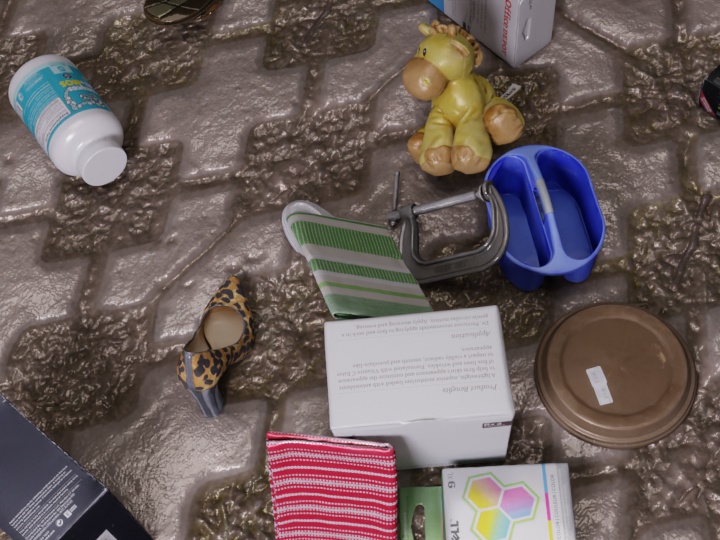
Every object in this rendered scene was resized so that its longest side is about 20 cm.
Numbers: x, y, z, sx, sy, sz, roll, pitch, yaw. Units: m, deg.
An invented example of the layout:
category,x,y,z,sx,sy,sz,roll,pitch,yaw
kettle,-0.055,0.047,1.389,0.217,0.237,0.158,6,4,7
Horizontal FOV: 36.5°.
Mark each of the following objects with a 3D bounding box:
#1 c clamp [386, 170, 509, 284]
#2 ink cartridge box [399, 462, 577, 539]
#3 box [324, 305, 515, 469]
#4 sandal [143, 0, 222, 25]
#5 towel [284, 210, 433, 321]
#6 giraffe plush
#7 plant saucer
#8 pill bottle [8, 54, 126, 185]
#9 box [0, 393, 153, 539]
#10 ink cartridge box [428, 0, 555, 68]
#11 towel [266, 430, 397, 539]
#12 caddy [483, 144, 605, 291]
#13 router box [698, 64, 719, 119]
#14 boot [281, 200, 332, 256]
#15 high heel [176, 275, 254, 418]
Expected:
category,x,y,z,sx,sy,sz,roll,pitch,yaw
c clamp,0.110,-0.067,1.432,0.200,0.027,0.171,-6,69,39
ink cartridge box,0.143,0.283,1.254,0.200,0.059,0.104,-3,60,4
box,0.067,0.143,1.257,0.199,0.200,0.131,-5,65,2
sandal,-0.256,-0.432,1.720,0.082,0.055,0.200,31,53,15
towel,0.000,0.000,1.309,0.152,0.023,0.200,10,34,-31
giraffe plush,0.126,-0.248,1.476,0.172,0.162,0.200,5,50,44
plant saucer,0.316,0.123,1.350,0.200,0.029,0.200,-2,61,4
pill bottle,-0.414,-0.211,1.570,0.111,0.111,0.200,-34,63,-14
box,-0.354,0.262,1.236,0.182,0.200,0.104,35,69,23
ink cartridge box,0.189,-0.419,1.609,0.086,0.146,0.200,-38,64,-18
towel,-0.030,0.261,1.214,0.144,0.200,0.022,4,37,8
caddy,0.237,-0.071,1.424,0.141,0.105,0.200,-11,59,-2
router box,0.595,-0.240,1.513,0.150,0.062,0.200,-41,64,-16
boot,-0.041,-0.041,1.441,0.074,0.096,0.200,-35,62,-14
high heel,-0.180,0.069,1.363,0.071,0.143,0.200,3,60,7
